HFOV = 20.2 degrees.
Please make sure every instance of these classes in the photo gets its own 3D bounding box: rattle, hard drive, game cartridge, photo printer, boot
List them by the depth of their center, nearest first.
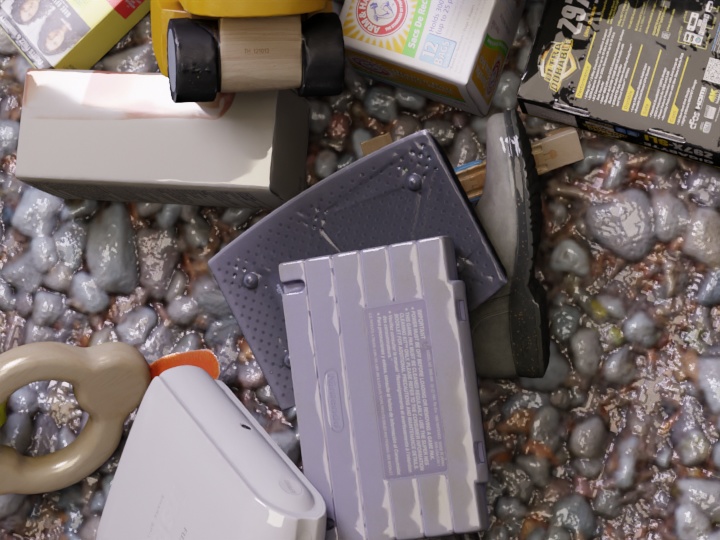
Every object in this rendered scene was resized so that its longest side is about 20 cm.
[{"bbox_3d":[0.018,0.085,1.382,0.128,0.038,0.202,-8,84,14],"label":"game cartridge"},{"bbox_3d":[-0.102,0.187,1.409,0.200,0.069,0.168,44,120,45],"label":"photo printer"},{"bbox_3d":[0.000,0.000,1.438,0.199,0.042,0.136,-30,84,23],"label":"hard drive"},{"bbox_3d":[0.065,-0.012,1.455,0.129,0.068,0.202,-2,96,12],"label":"boot"},{"bbox_3d":[-0.215,0.081,1.537,0.199,0.143,0.131,-25,109,-8],"label":"rattle"}]

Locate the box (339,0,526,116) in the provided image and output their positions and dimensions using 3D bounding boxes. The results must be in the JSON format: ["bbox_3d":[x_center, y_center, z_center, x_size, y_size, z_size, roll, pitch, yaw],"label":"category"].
[{"bbox_3d":[0.068,-0.231,1.485,0.112,0.101,0.202,18,85,14],"label":"box"}]

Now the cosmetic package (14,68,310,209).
[{"bbox_3d":[-0.146,-0.098,1.512,0.198,0.103,0.088,4,83,12],"label":"cosmetic package"}]

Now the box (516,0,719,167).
[{"bbox_3d":[0.219,-0.193,1.473,0.158,0.049,0.202,16,84,16],"label":"box"}]

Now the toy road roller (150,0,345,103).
[{"bbox_3d":[-0.079,-0.203,1.406,0.122,0.200,0.148,-3,107,-10],"label":"toy road roller"}]

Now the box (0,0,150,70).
[{"bbox_3d":[-0.188,-0.236,1.569,0.200,0.050,0.075,-42,74,3],"label":"box"}]

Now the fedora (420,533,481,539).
[{"bbox_3d":[-0.003,0.228,1.435,0.176,0.090,0.201,32,89,15],"label":"fedora"}]

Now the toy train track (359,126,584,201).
[{"bbox_3d":[0.066,-0.064,1.490,0.198,0.033,0.116,-19,111,0],"label":"toy train track"}]
